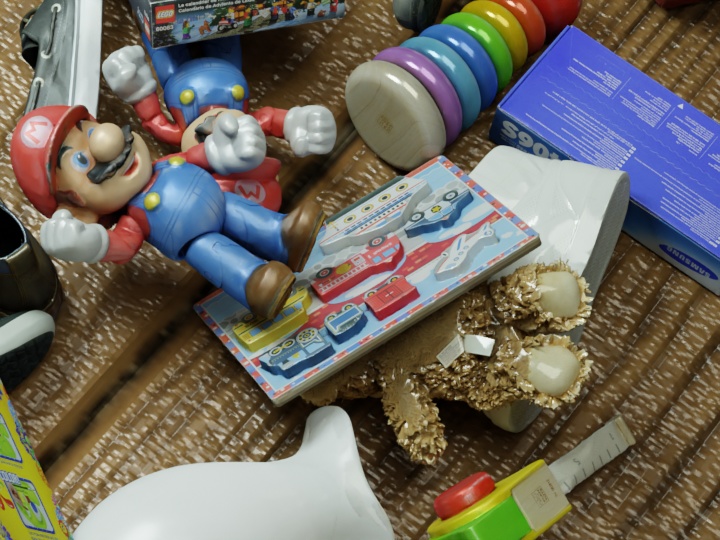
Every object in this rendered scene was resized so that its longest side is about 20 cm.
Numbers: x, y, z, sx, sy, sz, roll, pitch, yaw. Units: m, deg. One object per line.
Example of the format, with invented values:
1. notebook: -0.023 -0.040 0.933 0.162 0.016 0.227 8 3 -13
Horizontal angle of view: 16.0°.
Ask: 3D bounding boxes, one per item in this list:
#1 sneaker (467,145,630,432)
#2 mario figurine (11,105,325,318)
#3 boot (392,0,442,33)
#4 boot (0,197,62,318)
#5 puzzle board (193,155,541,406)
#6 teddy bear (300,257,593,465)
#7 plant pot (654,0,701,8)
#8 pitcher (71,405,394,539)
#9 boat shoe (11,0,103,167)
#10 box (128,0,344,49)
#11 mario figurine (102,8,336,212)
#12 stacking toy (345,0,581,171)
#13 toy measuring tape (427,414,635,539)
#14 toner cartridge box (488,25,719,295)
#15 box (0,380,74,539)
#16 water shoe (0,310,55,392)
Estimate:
1. sneaker: 0.094 0.009 1.723 0.116 0.074 0.200 16 65 19
2. mario figurine: -0.125 -0.050 1.612 0.200 0.106 0.123 24 21 1
3. boot: 0.004 -0.256 1.856 0.131 0.068 0.200 8 53 1
4. boot: -0.272 -0.051 1.670 0.200 0.097 0.075 40 73 14
5. puzzle board: 0.000 0.000 1.662 0.200 0.017 0.151 -31 33 -10
6. teddy bear: 0.058 0.051 1.653 0.200 0.067 0.145 -22 66 16
7. plant pot: 0.265 -0.304 1.852 0.200 0.200 0.176 -13 76 -16
8. pitcher: -0.066 0.189 1.564 0.200 0.121 0.172 -21 62 -30
9. boat shoe: -0.206 -0.153 1.758 0.057 0.069 0.200 3 63 -7
10. box: -0.105 -0.230 1.787 0.137 0.038 0.200 -11 38 -15
11. mario figurine: -0.094 -0.117 1.730 0.123 0.106 0.200 -27 55 16
12. stacking toy: 0.083 -0.156 1.800 0.085 0.085 0.200 42 60 14
13. toy measuring tape: 0.100 0.150 1.651 0.074 0.074 0.200 43 43 14
14. toner cartridge box: 0.198 -0.078 1.793 0.200 0.043 0.095 36 63 11
15. box: -0.282 0.171 1.481 0.200 0.122 0.193 -30 73 10
16. water shoe: -0.290 0.061 1.623 0.200 0.072 0.079 -29 70 -22
